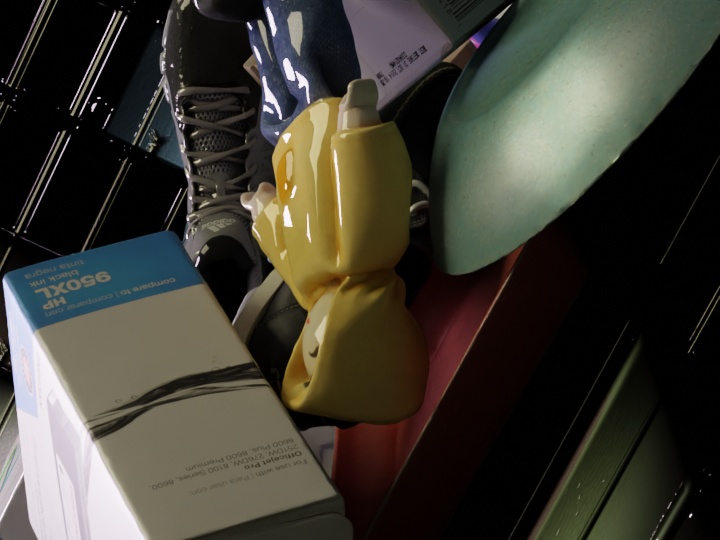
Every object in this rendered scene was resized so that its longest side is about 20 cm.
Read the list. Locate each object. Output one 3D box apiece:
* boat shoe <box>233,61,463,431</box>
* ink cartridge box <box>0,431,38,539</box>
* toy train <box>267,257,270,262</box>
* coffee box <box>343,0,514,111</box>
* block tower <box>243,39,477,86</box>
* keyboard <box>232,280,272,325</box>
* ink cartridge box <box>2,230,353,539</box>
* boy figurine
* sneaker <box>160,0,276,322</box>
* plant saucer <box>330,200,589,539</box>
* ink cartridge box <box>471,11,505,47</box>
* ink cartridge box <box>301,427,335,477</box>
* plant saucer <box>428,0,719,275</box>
[{"bbox_3d":[0.013,-0.012,1.190,0.067,0.072,0.200,1,51,40],"label":"boat shoe"},{"bbox_3d":[-0.142,0.140,1.609,0.147,0.146,0.200,-61,9,25],"label":"ink cartridge box"},{"bbox_3d":[-0.007,-0.010,1.459,0.200,0.085,0.114,-77,2,-48],"label":"toy train"},{"bbox_3d":[0.059,-0.164,1.186,0.200,0.080,0.114,-42,4,-29],"label":"coffee box"},{"bbox_3d":[0.013,-0.093,1.359,0.058,0.054,0.200,-47,27,-11],"label":"block tower"},{"bbox_3d":[0.000,0.000,1.264,0.200,0.011,0.056,-27,-21,-48],"label":"keyboard"},{"bbox_3d":[-0.078,0.101,1.109,0.200,0.084,0.145,-126,28,-49],"label":"ink cartridge box"},{"bbox_3d":[-0.019,-0.031,1.093,0.124,0.064,0.201,-30,67,61],"label":"boy figurine"},{"bbox_3d":[-0.070,-0.053,1.446,0.116,0.075,0.201,-84,-12,-66],"label":"sneaker"},{"bbox_3d":[0.044,0.030,1.147,0.200,0.037,0.200,-62,8,20],"label":"plant saucer"},{"bbox_3d":[0.092,-0.168,1.409,0.200,0.043,0.196,-63,9,2],"label":"ink cartridge box"},{"bbox_3d":[-0.062,0.173,1.287,0.200,0.067,0.116,-61,9,24],"label":"ink cartridge box"},{"bbox_3d":[0.083,-0.088,1.067,0.201,0.039,0.201,-48,13,15],"label":"plant saucer"}]
